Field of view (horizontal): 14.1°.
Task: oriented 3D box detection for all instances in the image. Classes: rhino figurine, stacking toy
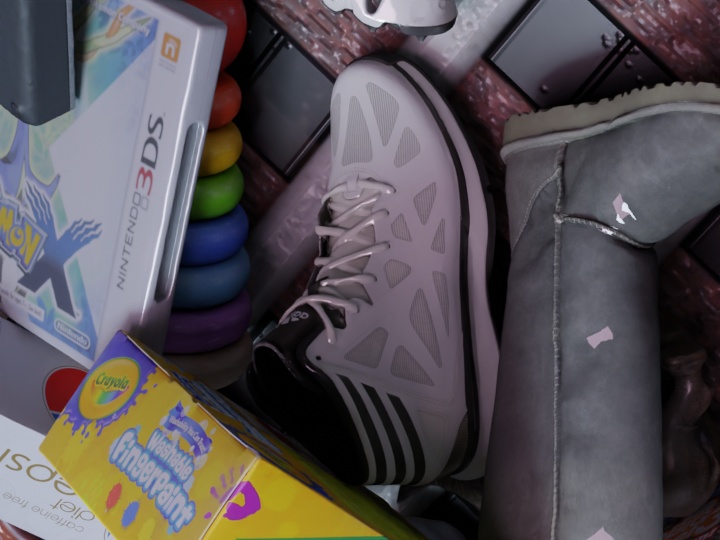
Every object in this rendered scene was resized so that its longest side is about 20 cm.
[{"bbox_3d":[0.081,0.076,1.370,0.199,0.060,0.088,-3,107,31],"label":"rhino figurine"},{"bbox_3d":[-0.084,-0.046,1.393,0.085,0.085,0.201,16,114,20],"label":"stacking toy"}]

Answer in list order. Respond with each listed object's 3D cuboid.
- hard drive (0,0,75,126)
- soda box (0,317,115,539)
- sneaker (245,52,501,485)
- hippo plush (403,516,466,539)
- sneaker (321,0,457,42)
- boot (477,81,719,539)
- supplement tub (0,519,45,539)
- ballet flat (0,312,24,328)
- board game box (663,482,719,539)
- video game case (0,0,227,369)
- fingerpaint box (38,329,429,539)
[{"bbox_3d":[-0.182,-0.180,1.318,0.139,0.033,0.201,39,143,33],"label":"hard drive"},{"bbox_3d":[-0.126,0.096,1.434,0.199,0.064,0.068,28,129,-21],"label":"soda box"},{"bbox_3d":[0.000,0.000,1.313,0.075,0.115,0.202,-19,81,45],"label":"sneaker"},{"bbox_3d":[0.031,0.235,1.407,0.158,0.161,0.201,-14,105,31],"label":"hippo plush"},{"bbox_3d":[-0.042,-0.175,1.317,0.199,0.066,0.091,19,117,15],"label":"sneaker"},{"bbox_3d":[0.118,0.028,1.257,0.181,0.072,0.201,-12,68,52],"label":"boot"},{"bbox_3d":[-0.226,0.139,1.532,0.199,0.107,0.107,-30,97,35],"label":"supplement tub"},{"bbox_3d":[-0.204,0.022,1.500,0.199,0.068,0.068,-33,76,29],"label":"ballet flat"},{"bbox_3d":[0.166,0.205,1.299,0.097,0.200,0.160,-32,96,34],"label":"board game box"},{"bbox_3d":[-0.151,-0.064,1.391,0.199,0.022,0.183,29,115,39],"label":"video game case"},{"bbox_3d":[-0.035,0.120,1.285,0.166,0.200,0.074,35,89,-26],"label":"fingerpaint box"}]
